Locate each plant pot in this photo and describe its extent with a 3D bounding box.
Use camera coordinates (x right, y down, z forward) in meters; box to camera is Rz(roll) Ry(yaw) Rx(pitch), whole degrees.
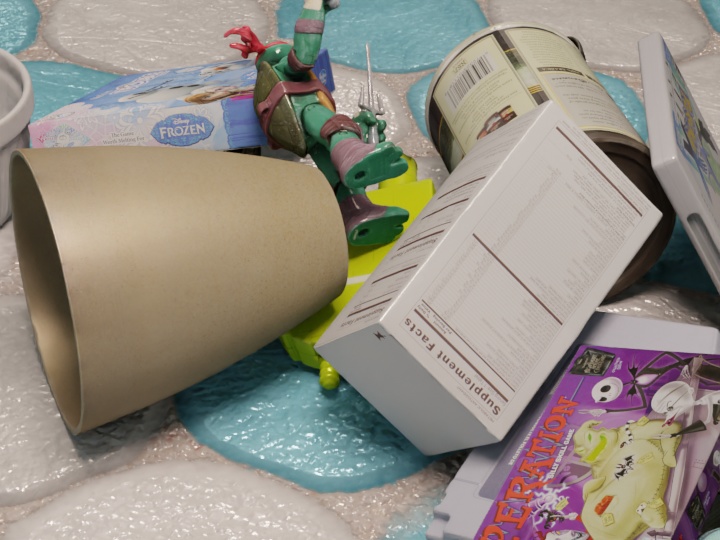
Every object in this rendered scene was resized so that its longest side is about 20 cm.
[{"bbox_3d":[-0.115,-0.006,1.047,0.198,0.189,0.188,-12,37,-19],"label":"plant pot"}]

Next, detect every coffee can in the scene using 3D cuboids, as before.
[{"bbox_3d":[0.143,-0.087,1.223,0.145,0.147,0.201,-5,34,-11],"label":"coffee can"}]

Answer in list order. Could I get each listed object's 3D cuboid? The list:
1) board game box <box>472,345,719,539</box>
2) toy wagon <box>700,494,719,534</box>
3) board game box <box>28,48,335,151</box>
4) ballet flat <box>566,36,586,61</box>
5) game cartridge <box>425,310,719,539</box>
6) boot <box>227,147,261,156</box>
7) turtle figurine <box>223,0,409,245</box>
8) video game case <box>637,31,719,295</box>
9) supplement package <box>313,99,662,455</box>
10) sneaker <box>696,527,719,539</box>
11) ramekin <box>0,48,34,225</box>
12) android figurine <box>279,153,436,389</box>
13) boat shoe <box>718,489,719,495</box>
[{"bbox_3d":[0.141,0.123,0.891,0.119,0.032,0.201,-3,41,40],"label":"board game box"},{"bbox_3d":[0.209,0.125,1.012,0.154,0.040,0.199,-24,42,-34],"label":"toy wagon"},{"bbox_3d":[-0.140,-0.134,1.285,0.197,0.044,0.200,-6,16,15],"label":"board game box"},{"bbox_3d":[0.140,-0.160,1.400,0.068,0.069,0.200,23,40,27],"label":"ballet flat"},{"bbox_3d":[0.142,0.108,0.966,0.132,0.041,0.200,4,45,44],"label":"game cartridge"},{"bbox_3d":[-0.155,-0.052,1.225,0.149,0.074,0.201,3,37,3],"label":"boot"},{"bbox_3d":[-0.026,-0.120,1.133,0.100,0.150,0.201,-28,56,3],"label":"turtle figurine"},{"bbox_3d":[0.260,-0.061,1.178,0.022,0.183,0.201,-23,28,20],"label":"video game case"},{"bbox_3d":[0.083,0.007,1.022,0.114,0.109,0.200,44,66,-10],"label":"supplement package"},{"bbox_3d":[0.266,0.173,0.880,0.198,0.086,0.078,-5,65,-14],"label":"sneaker"},{"bbox_3d":[-0.357,-0.098,1.247,0.198,0.106,0.201,2,35,-1],"label":"ramekin"},{"bbox_3d":[0.000,0.000,1.136,0.180,0.041,0.201,-12,47,10],"label":"android figurine"},{"bbox_3d":[0.262,0.072,0.996,0.073,0.067,0.200,12,34,14],"label":"boat shoe"}]
